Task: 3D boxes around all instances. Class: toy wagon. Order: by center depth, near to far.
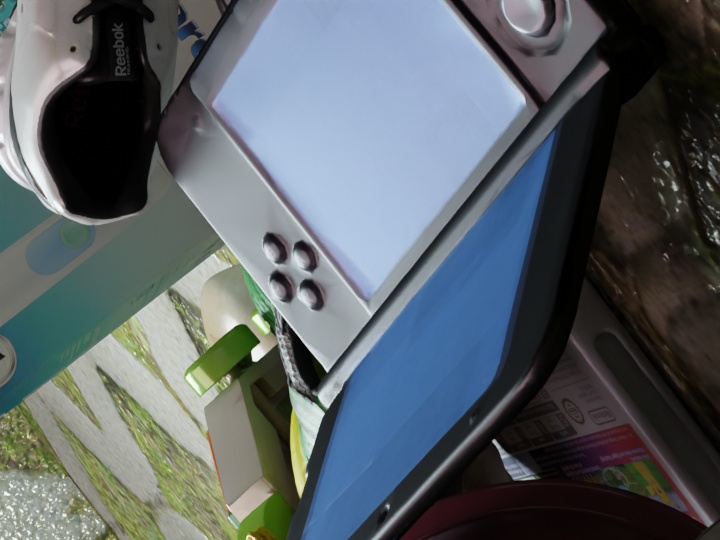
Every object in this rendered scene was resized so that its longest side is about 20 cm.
[{"bbox_3d":[-0.005,0.086,1.006,0.155,0.040,0.200,48,-152,0],"label":"toy wagon"}]

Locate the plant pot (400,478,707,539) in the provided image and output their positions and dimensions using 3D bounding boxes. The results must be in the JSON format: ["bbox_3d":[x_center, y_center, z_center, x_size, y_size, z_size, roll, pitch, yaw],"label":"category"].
[{"bbox_3d":[0.051,0.162,0.808,0.200,0.200,0.179,49,-175,15],"label":"plant pot"}]

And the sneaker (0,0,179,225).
[{"bbox_3d":[-0.085,-0.109,0.889,0.080,0.073,0.201,-129,38,-59],"label":"sneaker"}]

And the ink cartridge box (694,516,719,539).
[{"bbox_3d":[0.197,0.149,0.735,0.146,0.083,0.200,29,154,59],"label":"ink cartridge box"}]

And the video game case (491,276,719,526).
[{"bbox_3d":[0.092,0.070,1.018,0.183,0.023,0.200,53,166,-1],"label":"video game case"}]

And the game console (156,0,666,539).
[{"bbox_3d":[-0.008,-0.014,0.774,0.176,0.116,0.200,51,139,10],"label":"game console"}]

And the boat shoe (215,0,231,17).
[{"bbox_3d":[0.006,-0.055,0.902,0.201,0.073,0.067,65,170,0],"label":"boat shoe"}]

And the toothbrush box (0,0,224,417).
[{"bbox_3d":[-0.130,-0.047,1.076,0.147,0.200,0.085,53,166,2],"label":"toothbrush box"}]

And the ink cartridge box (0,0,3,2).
[{"bbox_3d":[-0.176,-0.156,0.946,0.148,0.200,0.076,54,167,-9],"label":"ink cartridge box"}]

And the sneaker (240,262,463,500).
[{"bbox_3d":[0.000,0.000,0.959,0.085,0.078,0.201,89,169,-49],"label":"sneaker"}]

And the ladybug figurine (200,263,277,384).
[{"bbox_3d":[0.003,0.072,1.212,0.200,0.072,0.136,57,165,-16],"label":"ladybug figurine"}]
